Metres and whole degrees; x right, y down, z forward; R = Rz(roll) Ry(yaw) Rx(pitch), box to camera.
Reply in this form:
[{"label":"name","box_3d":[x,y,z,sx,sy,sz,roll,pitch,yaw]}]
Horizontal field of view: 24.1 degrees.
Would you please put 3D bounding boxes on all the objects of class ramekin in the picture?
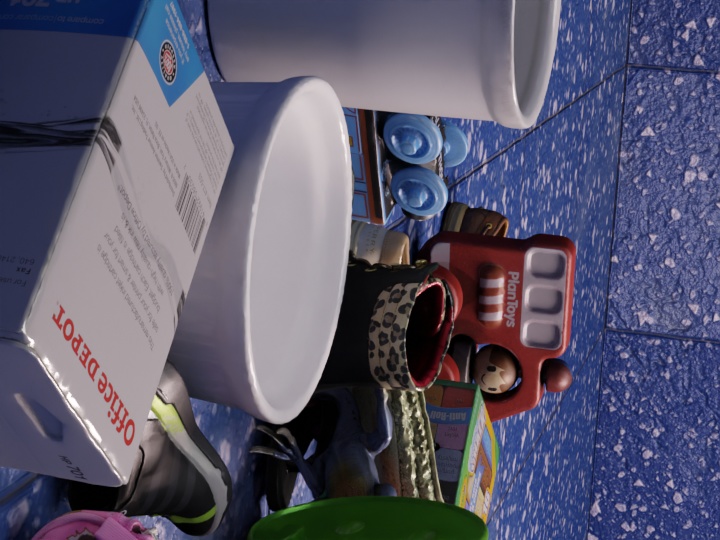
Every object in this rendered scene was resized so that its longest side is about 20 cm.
[{"label":"ramekin","box_3d":[-0.077,-0.017,0.990,0.200,0.097,0.203,7,90,-75]}]

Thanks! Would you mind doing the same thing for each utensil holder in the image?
[{"label":"utensil holder","box_3d":[0.020,-0.186,1.084,0.170,0.198,0.172,7,90,-75]}]

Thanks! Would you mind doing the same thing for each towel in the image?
[{"label":"towel","box_3d":[0.024,0.131,1.272,0.148,0.036,0.202,-137,-145,-73]}]

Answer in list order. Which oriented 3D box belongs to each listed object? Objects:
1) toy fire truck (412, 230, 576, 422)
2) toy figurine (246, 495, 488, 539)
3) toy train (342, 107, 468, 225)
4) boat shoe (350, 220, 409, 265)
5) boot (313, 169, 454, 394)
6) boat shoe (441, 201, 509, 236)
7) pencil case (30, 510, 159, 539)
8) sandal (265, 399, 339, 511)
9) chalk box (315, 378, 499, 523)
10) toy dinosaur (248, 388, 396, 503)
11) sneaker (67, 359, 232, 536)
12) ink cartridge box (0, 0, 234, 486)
[{"label":"toy fire truck","box_3d":[0.122,0.058,1.620,0.112,0.166,0.202,-49,143,-64]},{"label":"toy figurine","box_3d":[-0.005,0.252,1.022,0.199,0.149,0.187,-15,105,-60]},{"label":"toy train","box_3d":[0.016,-0.122,1.257,0.087,0.113,0.201,-65,156,-43]},{"label":"boat shoe","box_3d":[0.025,0.033,1.446,0.201,0.064,0.072,72,28,-56]},{"label":"boot","box_3d":[0.001,0.002,1.161,0.073,0.152,0.205,45,52,-42]},{"label":"boat shoe","box_3d":[0.110,0.025,1.751,0.072,0.067,0.202,61,38,-65]},{"label":"pencil case","box_3d":[-0.123,0.192,0.931,0.200,0.085,0.084,62,24,-66]},{"label":"sandal","box_3d":[-0.029,0.103,1.307,0.201,0.047,0.076,-67,158,-46]},{"label":"chalk box","box_3d":[0.041,0.165,1.449,0.200,0.123,0.125,70,31,-61]},{"label":"toy dinosaur","box_3d":[-0.020,0.152,1.197,0.182,0.104,0.202,-89,170,-69]},{"label":"sneaker","box_3d":[-0.133,0.106,0.937,0.083,0.071,0.201,-49,150,-22]},{"label":"ink cartridge box","box_3d":[-0.136,-0.023,0.792,0.147,0.085,0.202,72,30,-56]}]
